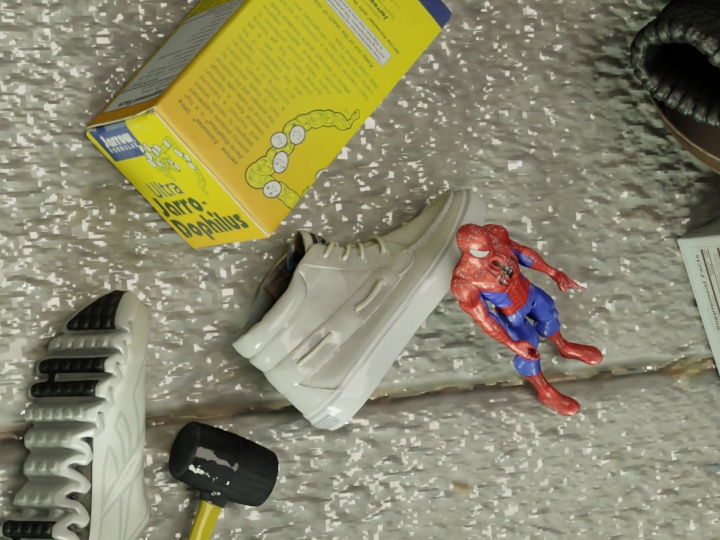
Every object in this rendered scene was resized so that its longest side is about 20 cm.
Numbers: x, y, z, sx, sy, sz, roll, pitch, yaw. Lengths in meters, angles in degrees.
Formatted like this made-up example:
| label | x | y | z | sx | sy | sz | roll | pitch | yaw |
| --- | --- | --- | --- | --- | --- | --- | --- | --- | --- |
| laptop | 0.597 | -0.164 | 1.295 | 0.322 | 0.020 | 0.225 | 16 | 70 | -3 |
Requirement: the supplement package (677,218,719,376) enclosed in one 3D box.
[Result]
| label | x | y | z | sx | sy | sz | roll | pitch | yaw |
| --- | --- | --- | --- | --- | --- | --- | --- | --- | --- |
| supplement package | 0.358 | 0.016 | 1.587 | 0.151 | 0.200 | 0.152 | -23 | 98 | -29 |

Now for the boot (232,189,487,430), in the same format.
| label | x | y | z | sx | sy | sz | roll | pitch | yaw |
| --- | --- | --- | --- | --- | --- | --- | --- | --- | --- |
| boot | 0.000 | 0.000 | 1.458 | 0.095 | 0.073 | 0.200 | 42 | 61 | -12 |

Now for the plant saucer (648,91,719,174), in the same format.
| label | x | y | z | sx | sy | sz | roll | pitch | yaw |
| --- | --- | --- | --- | --- | --- | --- | --- | --- | --- |
| plant saucer | 0.299 | -0.113 | 1.597 | 0.199 | 0.200 | 0.032 | -22 | 139 | -29 |

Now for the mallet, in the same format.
| label | x | y | z | sx | sy | sz | roll | pitch | yaw |
| --- | --- | --- | --- | --- | --- | --- | --- | --- | --- |
| mallet | -0.118 | 0.190 | 1.396 | 0.066 | 0.041 | 0.201 | 32 | 76 | -24 |

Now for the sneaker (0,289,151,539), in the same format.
| label | x | y | z | sx | sy | sz | roll | pitch | yaw |
| --- | --- | --- | --- | --- | --- | --- | --- | --- | --- |
| sneaker | -0.160 | 0.113 | 1.363 | 0.081 | 0.075 | 0.201 | 22 | 78 | -41 |

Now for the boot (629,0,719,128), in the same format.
| label | x | y | z | sx | sy | sz | roll | pitch | yaw |
| --- | --- | --- | --- | --- | --- | --- | --- | --- | --- |
| boot | 0.303 | -0.155 | 1.559 | 0.158 | 0.210 | 0.080 | -53 | 148 | -53 |

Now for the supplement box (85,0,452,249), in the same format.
| label | x | y | z | sx | sy | sz | roll | pitch | yaw |
| --- | --- | --- | --- | --- | --- | --- | --- | --- | --- |
| supplement box | -0.057 | -0.124 | 1.411 | 0.110 | 0.109 | 0.200 | 47 | 66 | -18 |

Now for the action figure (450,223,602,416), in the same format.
| label | x | y | z | sx | sy | sz | roll | pitch | yaw |
| --- | --- | --- | --- | --- | --- | --- | --- | --- | --- |
| action figure | 0.108 | 0.025 | 1.481 | 0.066 | 0.051 | 0.200 | -59 | 140 | -15 |
